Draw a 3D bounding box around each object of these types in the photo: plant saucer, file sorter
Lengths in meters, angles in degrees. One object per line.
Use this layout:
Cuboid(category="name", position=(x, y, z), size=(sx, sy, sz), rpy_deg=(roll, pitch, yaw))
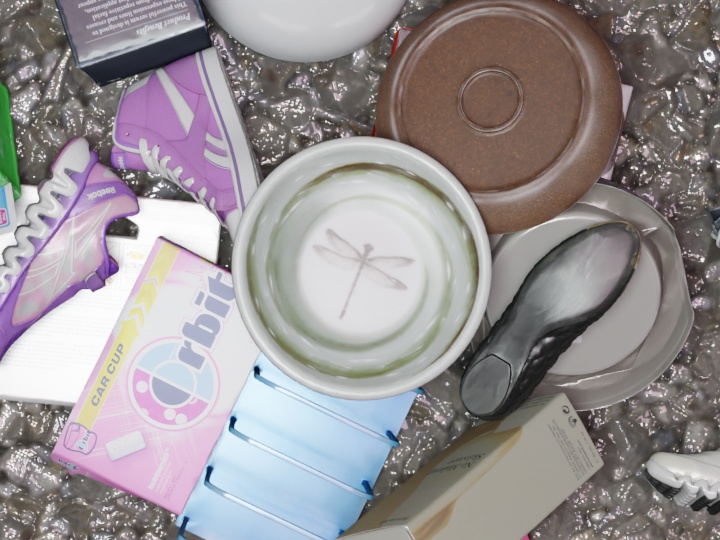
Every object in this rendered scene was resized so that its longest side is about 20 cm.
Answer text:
Cuboid(category="plant saucer", position=(0.105, -0.130, 1.387), size=(0.199, 0.034, 0.202), rpy_deg=(-3, 76, 14))
Cuboid(category="file sorter", position=(-0.048, 0.151, 1.430), size=(0.138, 0.123, 0.201), rpy_deg=(26, 89, -4))
Cuboid(category="plant saucer", position=(0.000, 0.000, 1.360), size=(0.198, 0.050, 0.202), rpy_deg=(1, 83, -4))

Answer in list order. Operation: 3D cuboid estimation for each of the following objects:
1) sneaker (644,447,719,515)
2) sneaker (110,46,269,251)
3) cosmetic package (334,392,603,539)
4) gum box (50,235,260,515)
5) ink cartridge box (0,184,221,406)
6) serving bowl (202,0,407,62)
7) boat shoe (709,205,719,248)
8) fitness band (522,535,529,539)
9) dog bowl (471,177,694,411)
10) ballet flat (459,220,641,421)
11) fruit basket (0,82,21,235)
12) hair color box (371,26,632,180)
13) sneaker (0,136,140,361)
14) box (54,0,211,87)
Cuboid(category="sneaker", position=(0.335, 0.168, 1.483), size=(0.198, 0.075, 0.082), rpy_deg=(8, 76, -5))
Cuboid(category="sneaker", position=(-0.138, -0.078, 1.427), size=(0.114, 0.073, 0.201), rpy_deg=(-20, 59, -1))
Cuboid(category="cosmetic package", position=(0.086, 0.181, 1.384), size=(0.200, 0.105, 0.071), rpy_deg=(-35, 97, -38))
Cuboid(category="gum box", position=(-0.154, 0.087, 1.408), size=(0.113, 0.066, 0.201), rpy_deg=(26, 89, -4))
Cuboid(category="ink cartridge box", position=(-0.217, 0.024, 1.458), size=(0.198, 0.045, 0.178), rpy_deg=(6, 90, -4))
Cuboid(category="serving bowl", position=(-0.043, -0.275, 1.448), size=(0.198, 0.066, 0.202), rpy_deg=(0, 88, -8))
Cuboid(category="boat shoe", position=(0.323, -0.039, 1.474), size=(0.067, 0.072, 0.202), rpy_deg=(7, 88, -5))
Cuboid(category="fitness band", position=(0.064, 0.259, 1.435), size=(0.200, 0.037, 0.144), rpy_deg=(-36, 99, -32))
Cuboid(category="dog bowl", position=(0.172, 0.013, 1.442), size=(0.198, 0.059, 0.201), rpy_deg=(1, 113, 3))
Cuboid(category="ballet flat", position=(0.148, 0.036, 1.404), size=(0.066, 0.057, 0.200), rpy_deg=(43, 104, 9))
Cuboid(category="fruit basket", position=(-0.376, -0.090, 1.406), size=(0.198, 0.094, 0.186), rpy_deg=(-13, 65, 2))
Cuboid(category="hair color box", position=(0.115, -0.127, 1.467), size=(0.199, 0.061, 0.102), rpy_deg=(13, 90, -4))
Cuboid(category="sneaker", position=(-0.241, -0.001, 1.400), size=(0.088, 0.080, 0.201), rpy_deg=(30, 90, -14))
Cuboid(category="box", position=(-0.200, -0.262, 1.405), size=(0.106, 0.148, 0.201), rpy_deg=(-18, 92, -3))
